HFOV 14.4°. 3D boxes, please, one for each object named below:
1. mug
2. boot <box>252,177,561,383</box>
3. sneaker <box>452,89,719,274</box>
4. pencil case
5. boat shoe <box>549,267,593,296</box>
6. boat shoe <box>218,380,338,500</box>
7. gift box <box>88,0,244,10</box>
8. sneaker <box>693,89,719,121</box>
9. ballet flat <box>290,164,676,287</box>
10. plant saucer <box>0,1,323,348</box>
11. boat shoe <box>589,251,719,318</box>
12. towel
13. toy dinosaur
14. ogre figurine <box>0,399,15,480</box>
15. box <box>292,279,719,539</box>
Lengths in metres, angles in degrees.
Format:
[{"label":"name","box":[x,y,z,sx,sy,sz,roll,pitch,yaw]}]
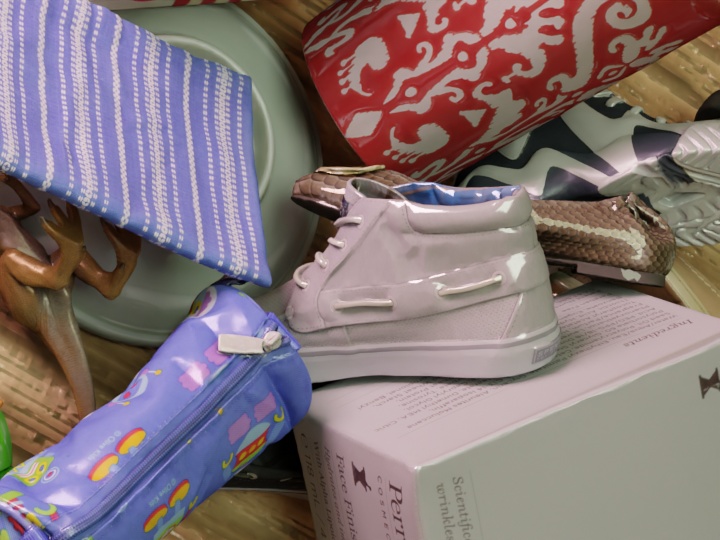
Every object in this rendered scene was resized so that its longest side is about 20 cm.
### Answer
[{"label":"mug","box":[0.088,-0.131,1.486,0.134,0.199,0.177,62,18,16]},{"label":"boot","box":[0.000,0.000,1.398,0.074,0.199,0.096,-41,125,-62]},{"label":"sneaker","box":[0.140,-0.074,1.533,0.080,0.198,0.130,60,16,-46]},{"label":"pencil case","box":[-0.101,0.086,1.318,0.078,0.087,0.200,47,52,1]},{"label":"boat shoe","box":[0.141,0.092,1.538,0.076,0.072,0.200,-38,95,-14]},{"label":"boat shoe","box":[-0.025,0.078,1.450,0.199,0.066,0.070,4,75,-27]},{"label":"gift box","box":[-0.070,-0.236,1.414,0.183,0.200,0.188,-10,70,-27]},{"label":"sneaker","box":[0.281,-0.051,1.651,0.200,0.060,0.104,48,62,-15]},{"label":"ballet flat","box":[0.064,-0.030,1.447,0.199,0.067,0.047,11,90,-4]},{"label":"plant saucer","box":[-0.101,-0.063,1.456,0.199,0.050,0.202,7,74,-26]},{"label":"boat shoe","box":[0.198,0.048,1.580,0.200,0.071,0.065,52,51,-13]},{"label":"towel","box":[-0.126,-0.081,1.351,0.199,0.024,0.145,26,37,-30]},{"label":"toy dinosaur","box":[-0.153,0.013,1.400,0.060,0.106,0.201,-30,88,-52]},{"label":"ogre figurine","box":[-0.223,0.081,1.334,0.119,0.098,0.201,-24,73,-12]},{"label":"box","box":[0.092,0.136,1.417,0.199,0.130,0.200,-20,110,-26]}]
